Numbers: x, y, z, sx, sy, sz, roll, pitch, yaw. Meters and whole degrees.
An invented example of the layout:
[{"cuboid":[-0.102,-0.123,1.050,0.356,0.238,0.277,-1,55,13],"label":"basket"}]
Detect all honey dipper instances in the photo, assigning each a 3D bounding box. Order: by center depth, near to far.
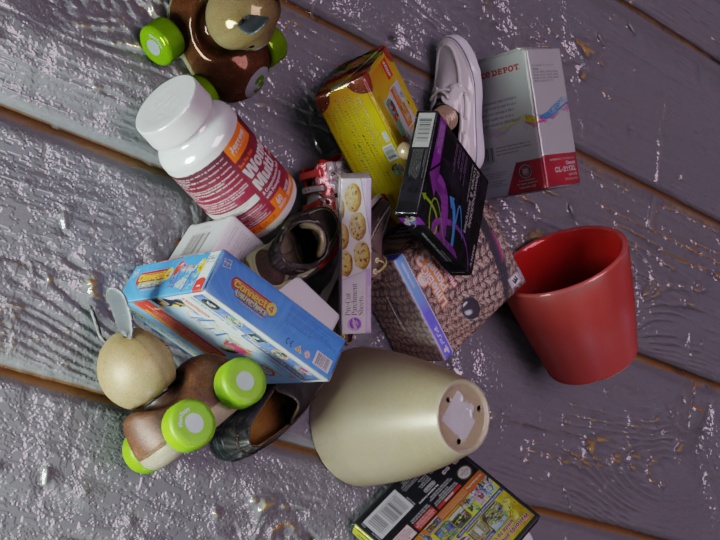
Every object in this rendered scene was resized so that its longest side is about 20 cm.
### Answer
[{"cuboid":[0.086,-0.182,1.733,0.038,0.038,0.200,70,24,-10],"label":"honey dipper"}]

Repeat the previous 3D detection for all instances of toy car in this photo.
[{"cuboid":[-0.236,0.109,1.500,0.158,0.164,0.201,-39,94,-35],"label":"toy car"},{"cuboid":[-0.137,-0.290,1.587,0.164,0.199,0.158,-44,112,-33],"label":"toy car"}]

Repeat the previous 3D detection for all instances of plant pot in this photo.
[{"cuboid":[0.066,0.191,1.703,0.186,0.199,0.189,4,83,-38],"label":"plant pot"},{"cuboid":[0.320,0.058,1.945,0.200,0.199,0.178,-39,119,-35],"label":"plant pot"}]

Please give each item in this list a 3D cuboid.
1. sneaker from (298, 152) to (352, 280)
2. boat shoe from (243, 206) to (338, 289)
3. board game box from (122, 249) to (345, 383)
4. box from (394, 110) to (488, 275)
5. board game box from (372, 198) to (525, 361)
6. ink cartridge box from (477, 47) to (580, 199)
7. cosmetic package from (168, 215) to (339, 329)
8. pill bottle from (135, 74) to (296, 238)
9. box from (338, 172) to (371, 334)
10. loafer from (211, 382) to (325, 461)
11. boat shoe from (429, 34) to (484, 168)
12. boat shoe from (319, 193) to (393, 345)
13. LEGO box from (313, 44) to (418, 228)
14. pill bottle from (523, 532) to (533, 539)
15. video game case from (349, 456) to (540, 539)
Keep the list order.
[{"cuboid":[-0.062,-0.072,1.713,0.201,0.067,0.108,-44,111,-37],"label":"sneaker"},{"cuboid":[-0.067,-0.030,1.586,0.074,0.065,0.200,57,33,-10],"label":"boat shoe"},{"cuboid":[-0.153,0.061,1.541,0.200,0.195,0.056,39,63,-30],"label":"board game box"},{"cuboid":[0.109,-0.096,1.699,0.200,0.036,0.144,44,53,-57],"label":"box"},{"cuboid":[0.110,0.005,1.823,0.200,0.096,0.160,-41,110,-35],"label":"board game box"},{"cuboid":[0.229,-0.212,1.911,0.082,0.145,0.202,-9,92,-40],"label":"ink cartridge box"},{"cuboid":[-0.132,0.026,1.622,0.200,0.101,0.072,45,59,-27],"label":"cosmetic package"},{"cuboid":[-0.173,-0.134,1.580,0.200,0.109,0.110,48,58,-38],"label":"pill bottle"},{"cuboid":[-0.007,-0.021,1.640,0.041,0.039,0.202,-1,104,-7],"label":"box"},{"cuboid":[-0.097,0.170,1.654,0.200,0.072,0.073,-45,112,-34],"label":"loafer"},{"cuboid":[0.133,-0.238,1.883,0.065,0.073,0.202,-12,92,-43],"label":"boat shoe"},{"cuboid":[0.000,0.000,1.701,0.201,0.059,0.072,-65,165,10],"label":"boat shoe"},{"cuboid":[0.031,-0.179,1.752,0.201,0.077,0.149,62,23,-16],"label":"LEGO box"},{"cuboid":[0.151,0.433,1.801,0.114,0.114,0.200,51,58,-23],"label":"pill bottle"},{"cuboid":[0.115,0.341,1.770,0.180,0.026,0.200,38,54,17],"label":"video game case"}]
